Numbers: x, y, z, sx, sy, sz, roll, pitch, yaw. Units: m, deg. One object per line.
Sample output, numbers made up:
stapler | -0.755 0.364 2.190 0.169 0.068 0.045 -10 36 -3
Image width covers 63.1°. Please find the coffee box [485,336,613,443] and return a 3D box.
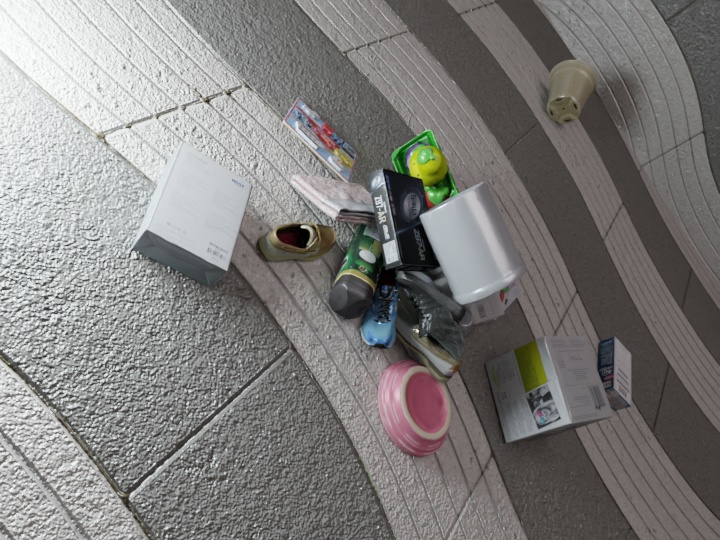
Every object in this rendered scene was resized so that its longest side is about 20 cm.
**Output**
coffee box | 0.457 0.291 1.438 0.196 0.197 0.205 6 61 -38

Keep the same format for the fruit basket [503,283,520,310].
fruit basket | 0.368 0.004 1.592 0.184 0.093 0.204 -29 91 -47

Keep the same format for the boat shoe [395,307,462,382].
boat shoe | 0.141 0.147 1.284 0.200 0.069 0.074 44 25 11

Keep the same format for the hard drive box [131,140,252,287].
hard drive box | -0.293 -0.100 1.046 0.154 0.076 0.204 30 51 -27

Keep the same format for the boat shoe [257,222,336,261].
boat shoe | -0.115 -0.062 1.197 0.197 0.066 0.076 -16 78 -46

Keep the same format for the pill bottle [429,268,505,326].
pill bottle | 0.260 0.030 1.458 0.200 0.115 0.117 46 44 -13

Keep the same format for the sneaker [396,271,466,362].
sneaker | 0.142 0.094 1.221 0.197 0.060 0.106 31 81 7

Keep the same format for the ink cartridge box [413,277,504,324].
ink cartridge box | 0.224 0.073 1.373 0.067 0.195 0.120 -68 138 -77

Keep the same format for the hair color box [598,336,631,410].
hair color box | 0.796 0.320 1.836 0.100 0.060 0.202 41 46 -18

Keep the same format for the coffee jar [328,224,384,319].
coffee jar | 0.000 0.000 1.241 0.084 0.105 0.203 27 50 -8

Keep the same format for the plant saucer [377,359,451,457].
plant saucer | 0.124 0.284 1.241 0.197 0.050 0.206 22 53 -33

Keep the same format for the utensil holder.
utensil holder | 0.234 -0.059 1.231 0.169 0.168 0.204 -30 96 -47

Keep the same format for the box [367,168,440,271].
box | 0.094 -0.102 1.244 0.158 0.043 0.206 4 72 -52

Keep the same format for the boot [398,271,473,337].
boot | 0.157 0.087 1.310 0.199 0.097 0.073 39 55 19

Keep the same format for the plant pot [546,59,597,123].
plant pot | 0.833 -0.703 2.359 0.199 0.199 0.186 39 58 -19

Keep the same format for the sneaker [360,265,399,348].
sneaker | 0.043 0.071 1.240 0.076 0.091 0.204 6 50 0

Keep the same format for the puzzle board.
puzzle board | -0.086 -0.306 1.365 0.199 0.017 0.152 41 30 -18

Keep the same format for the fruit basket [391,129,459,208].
fruit basket | 0.165 -0.246 1.491 0.215 0.153 0.220 39 36 -36

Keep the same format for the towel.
towel | -0.029 -0.154 1.282 0.196 0.033 0.191 3 28 -43
